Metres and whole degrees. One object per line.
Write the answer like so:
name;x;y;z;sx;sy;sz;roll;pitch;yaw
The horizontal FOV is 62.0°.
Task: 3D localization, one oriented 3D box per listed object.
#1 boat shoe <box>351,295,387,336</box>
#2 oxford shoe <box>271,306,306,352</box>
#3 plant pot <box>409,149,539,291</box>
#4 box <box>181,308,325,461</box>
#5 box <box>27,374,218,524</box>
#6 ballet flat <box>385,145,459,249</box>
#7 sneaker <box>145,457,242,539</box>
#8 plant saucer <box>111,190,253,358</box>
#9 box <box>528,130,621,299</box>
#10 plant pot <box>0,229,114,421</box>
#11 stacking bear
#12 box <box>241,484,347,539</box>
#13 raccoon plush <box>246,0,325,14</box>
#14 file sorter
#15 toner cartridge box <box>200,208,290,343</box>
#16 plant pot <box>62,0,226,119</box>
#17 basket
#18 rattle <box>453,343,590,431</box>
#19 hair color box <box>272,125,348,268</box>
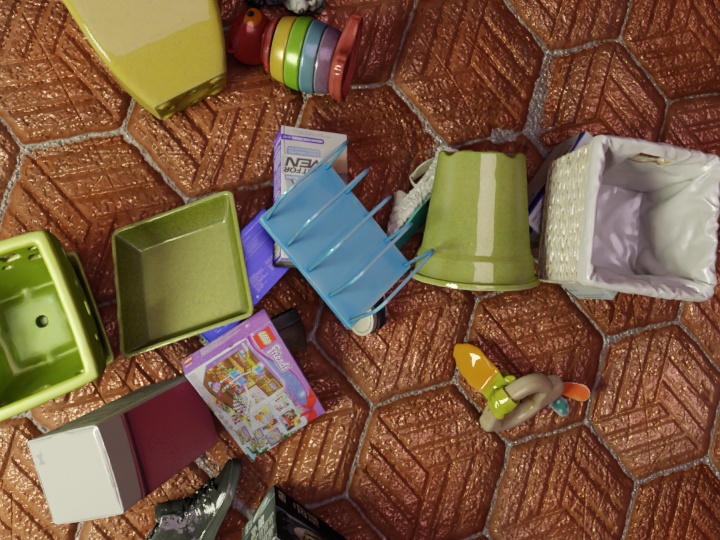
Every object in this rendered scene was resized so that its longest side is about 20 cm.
boat shoe;0.000;0.000;0.958;0.062;0.071;0.206;-4;81;-53
oxford shoe;-0.170;0.137;0.906;0.196;0.073;0.086;-26;97;-9
plant pot;0.175;-0.082;0.893;0.195;0.200;0.190;1;100;-10
box;-0.150;0.171;0.875;0.135;0.039;0.203;-31;125;-9
box;-0.304;0.229;0.797;0.125;0.199;0.112;-17;93;23
ballet flat;0.095;-0.122;0.973;0.072;0.072;0.201;43;80;-6
sneaker;-0.258;0.363;0.888;0.102;0.060;0.204;24;87;-13
plant saucer;-0.252;0.008;0.865;0.195;0.048;0.204;-18;66;5
box;0.368;-0.085;0.992;0.199;0.105;0.185;39;82;-7
plant pot;-0.452;0.078;0.801;0.196;0.181;0.204;-21;91;-10
stacking bear;-0.107;-0.339;0.914;0.195;0.114;0.124;17;68;2
box;-0.083;0.416;0.847;0.163;0.200;0.087;38;83;-6
raccoon plush;-0.114;-0.492;0.930;0.130;0.096;0.206;-2;88;-18
file sorter;-0.015;-0.051;0.818;0.139;0.122;0.201;-42;95;-24
toner cartridge box;-0.186;0.011;0.921;0.095;0.043;0.200;44;81;-5
plant pot;-0.284;-0.336;0.845;0.191;0.195;0.203;-29;100;-10
basket;0.377;-0.065;0.859;0.193;0.161;0.206;7;86;-10
rattle;0.267;0.182;1.005;0.196;0.143;0.133;-14;123;-25
hair color box;-0.075;-0.108;0.908;0.106;0.065;0.206;3;78;-21
